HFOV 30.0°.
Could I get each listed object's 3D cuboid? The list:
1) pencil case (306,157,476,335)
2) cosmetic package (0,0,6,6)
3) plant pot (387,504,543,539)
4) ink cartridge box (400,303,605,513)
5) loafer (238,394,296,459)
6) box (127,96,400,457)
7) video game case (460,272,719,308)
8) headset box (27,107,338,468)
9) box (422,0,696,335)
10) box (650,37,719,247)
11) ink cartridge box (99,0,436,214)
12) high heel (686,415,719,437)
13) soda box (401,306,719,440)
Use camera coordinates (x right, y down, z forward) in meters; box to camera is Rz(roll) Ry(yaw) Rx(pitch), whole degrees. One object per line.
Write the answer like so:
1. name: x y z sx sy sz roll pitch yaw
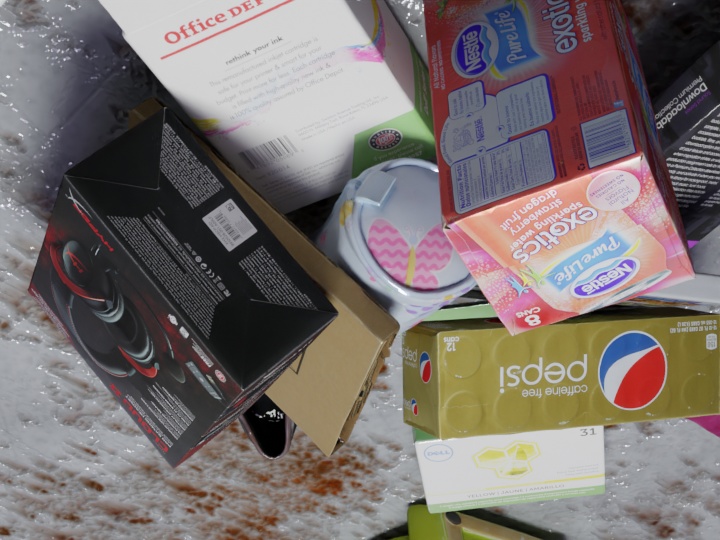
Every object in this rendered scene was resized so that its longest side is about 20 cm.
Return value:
1. pencil case: 0.000 0.000 0.815 0.091 0.083 0.200 51 153 -2
2. cosmetic package: -0.227 -0.155 0.684 0.074 0.102 0.200 32 128 -30
3. plant pot: 0.089 0.326 1.149 0.198 0.200 0.182 22 125 -23
4. ink cartridge box: 0.110 0.105 1.016 0.145 0.048 0.200 -7 139 5
5. loafer: -0.073 0.055 0.940 0.072 0.063 0.200 -8 136 6
6. box: -0.069 0.009 0.810 0.200 0.021 0.164 42 150 13
7. video game case: 0.116 0.008 0.832 0.143 0.018 0.200 7 176 -19
8. headset box: -0.113 0.021 0.782 0.149 0.075 0.200 50 152 3
9. box: 0.097 -0.080 0.701 0.102 0.200 0.095 -19 134 17
10. box: 0.206 -0.072 0.796 0.143 0.036 0.200 2 146 -45
11. ink cartridge box: -0.049 -0.130 0.739 0.117 0.067 0.200 -19 135 19
12. high heel: 0.213 0.097 0.980 0.199 0.067 0.096 -7 131 -25
13. soda box: 0.128 0.063 0.856 0.199 0.064 0.068 -3 94 -18
